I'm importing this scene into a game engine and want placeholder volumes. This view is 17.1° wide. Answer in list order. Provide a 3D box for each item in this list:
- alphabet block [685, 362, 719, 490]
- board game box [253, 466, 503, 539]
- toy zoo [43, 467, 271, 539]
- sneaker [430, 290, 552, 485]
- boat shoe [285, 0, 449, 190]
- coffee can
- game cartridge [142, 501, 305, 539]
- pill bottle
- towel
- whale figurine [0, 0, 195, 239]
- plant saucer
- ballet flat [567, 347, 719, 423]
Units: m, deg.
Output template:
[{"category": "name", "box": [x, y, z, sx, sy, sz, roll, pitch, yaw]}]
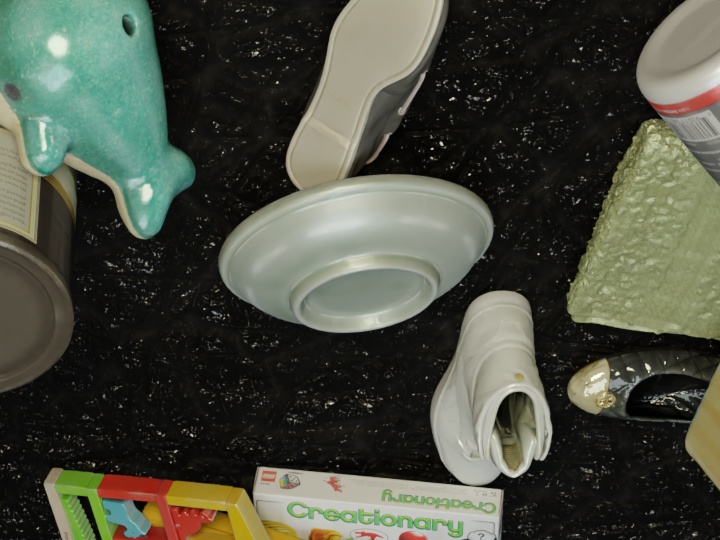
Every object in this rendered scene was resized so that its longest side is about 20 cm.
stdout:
[{"category": "alphabet block", "box": [0.386, 0.114, 1.743, 0.195, 0.200, 0.197, 5, 119, -28]}, {"category": "board game box", "box": [0.014, 0.221, 1.953, 0.200, 0.035, 0.126, 5, 133, 6]}, {"category": "toy zoo", "box": [-0.146, 0.220, 1.917, 0.200, 0.020, 0.131, 3, 130, 21]}, {"category": "sneaker", "box": [0.099, 0.125, 1.839, 0.074, 0.116, 0.200, -1, 136, -7]}, {"category": "boat shoe", "box": [0.009, -0.136, 1.638, 0.067, 0.057, 0.200, 37, 124, 10]}, {"category": "coffee can", "box": [-0.261, -0.038, 1.599, 0.146, 0.200, 0.146, -2, 134, -2]}, {"category": "game cartridge", "box": [-0.087, 0.278, 1.975, 0.200, 0.032, 0.176, 17, 134, 12]}, {"category": "pill bottle", "box": [0.287, -0.095, 1.628, 0.116, 0.116, 0.200, -32, 117, 23]}, {"category": "towel", "box": [0.241, -0.026, 1.763, 0.148, 0.037, 0.200, 8, 132, -11]}, {"category": "whale figurine", "box": [-0.165, -0.118, 1.560, 0.104, 0.159, 0.200, -15, 119, 38]}, {"category": "plant saucer", "box": [0.000, 0.000, 1.713, 0.200, 0.050, 0.200, -8, 153, -4]}, {"category": "ballet flat", "box": [0.260, 0.100, 1.866, 0.200, 0.057, 0.067, 5, 136, -9]}]
